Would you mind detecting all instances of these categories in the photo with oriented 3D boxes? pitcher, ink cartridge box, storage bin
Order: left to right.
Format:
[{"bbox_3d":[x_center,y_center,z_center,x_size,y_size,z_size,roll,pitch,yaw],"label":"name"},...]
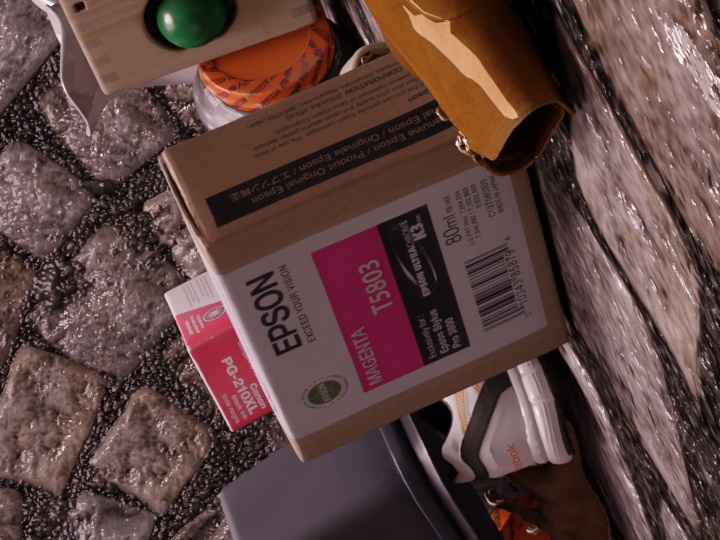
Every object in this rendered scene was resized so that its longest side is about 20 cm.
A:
[{"bbox_3d":[-0.150,-0.214,1.778,0.121,0.200,0.172,73,172,-64],"label":"pitcher"},{"bbox_3d":[-0.040,0.025,1.811,0.084,0.200,0.145,63,177,-20],"label":"ink cartridge box"},{"bbox_3d":[0.007,0.167,1.432,0.200,0.134,0.146,58,-176,-39],"label":"storage bin"},{"bbox_3d":[0.008,-0.009,1.184,0.200,0.165,0.075,69,175,-52],"label":"ink cartridge box"}]

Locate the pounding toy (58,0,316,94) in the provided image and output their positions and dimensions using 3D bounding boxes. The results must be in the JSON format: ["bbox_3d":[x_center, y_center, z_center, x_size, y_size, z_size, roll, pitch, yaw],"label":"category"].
[{"bbox_3d":[-0.118,-0.231,1.562,0.142,0.184,0.200,68,-176,-47],"label":"pounding toy"}]

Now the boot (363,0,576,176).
[{"bbox_3d":[0.034,-0.123,0.930,0.144,0.071,0.201,57,177,20],"label":"boot"}]

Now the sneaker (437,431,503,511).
[{"bbox_3d":[0.003,0.083,1.545,0.201,0.073,0.114,56,164,-25],"label":"sneaker"}]

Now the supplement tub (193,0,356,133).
[{"bbox_3d":[-0.049,-0.105,1.676,0.200,0.122,0.123,71,173,-55],"label":"supplement tub"}]

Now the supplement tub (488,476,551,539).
[{"bbox_3d":[0.063,0.206,1.648,0.200,0.123,0.123,-5,113,51],"label":"supplement tub"}]

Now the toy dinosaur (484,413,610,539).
[{"bbox_3d":[0.124,0.132,1.470,0.101,0.058,0.200,40,148,38],"label":"toy dinosaur"}]

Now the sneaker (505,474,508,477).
[{"bbox_3d":[0.070,0.091,1.747,0.200,0.076,0.105,-164,57,-69],"label":"sneaker"}]

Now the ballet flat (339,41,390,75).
[{"bbox_3d":[0.040,-0.045,1.334,0.069,0.069,0.200,78,167,-74],"label":"ballet flat"}]

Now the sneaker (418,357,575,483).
[{"bbox_3d":[0.062,0.044,1.388,0.200,0.080,0.074,-109,-4,-47],"label":"sneaker"}]
